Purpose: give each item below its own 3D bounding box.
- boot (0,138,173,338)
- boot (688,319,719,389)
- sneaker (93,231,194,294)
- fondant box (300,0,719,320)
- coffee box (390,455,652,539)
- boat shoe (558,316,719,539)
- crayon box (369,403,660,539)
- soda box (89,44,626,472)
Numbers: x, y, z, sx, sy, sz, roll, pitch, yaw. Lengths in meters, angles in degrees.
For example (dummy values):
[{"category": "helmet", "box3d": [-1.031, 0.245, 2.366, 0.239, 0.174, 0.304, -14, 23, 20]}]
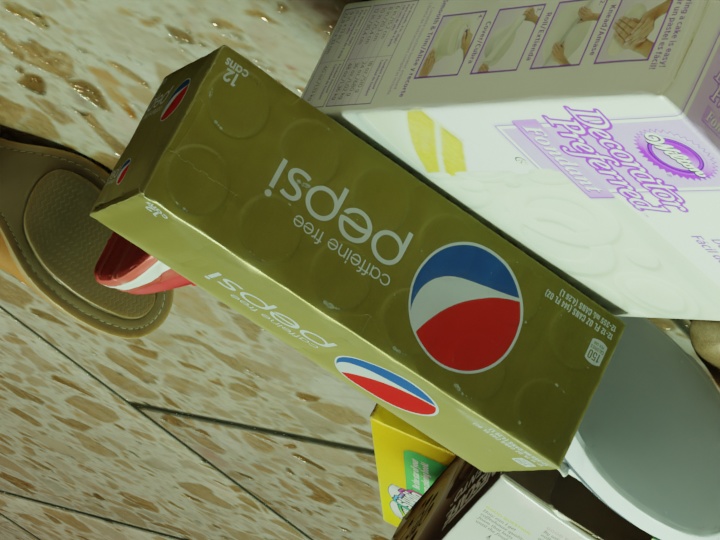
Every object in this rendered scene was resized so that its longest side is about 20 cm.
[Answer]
[{"category": "boot", "box3d": [-0.202, -0.021, 1.196, 0.199, 0.077, 0.155, 32, 159, -9]}, {"category": "boot", "box3d": [0.200, 0.083, 0.954, 0.073, 0.076, 0.200, 11, 154, 49]}, {"category": "sneaker", "box3d": [-0.050, 0.000, 1.057, 0.115, 0.079, 0.200, 35, 161, -21]}, {"category": "fondant box", "box3d": [0.089, -0.042, 0.791, 0.144, 0.059, 0.199, 39, 157, -32]}, {"category": "coffee box", "box3d": [0.075, 0.134, 1.073, 0.080, 0.113, 0.200, 34, 137, -2]}, {"category": "boat shoe", "box3d": [0.084, 0.052, 0.948, 0.202, 0.075, 0.086, 42, 157, 13]}, {"category": "crayon box", "box3d": [0.096, 0.126, 1.231, 0.172, 0.059, 0.200, 24, 160, 12]}, {"category": "soda box", "box3d": [0.000, 0.000, 0.826, 0.199, 0.068, 0.064, 33, 162, -18]}]
